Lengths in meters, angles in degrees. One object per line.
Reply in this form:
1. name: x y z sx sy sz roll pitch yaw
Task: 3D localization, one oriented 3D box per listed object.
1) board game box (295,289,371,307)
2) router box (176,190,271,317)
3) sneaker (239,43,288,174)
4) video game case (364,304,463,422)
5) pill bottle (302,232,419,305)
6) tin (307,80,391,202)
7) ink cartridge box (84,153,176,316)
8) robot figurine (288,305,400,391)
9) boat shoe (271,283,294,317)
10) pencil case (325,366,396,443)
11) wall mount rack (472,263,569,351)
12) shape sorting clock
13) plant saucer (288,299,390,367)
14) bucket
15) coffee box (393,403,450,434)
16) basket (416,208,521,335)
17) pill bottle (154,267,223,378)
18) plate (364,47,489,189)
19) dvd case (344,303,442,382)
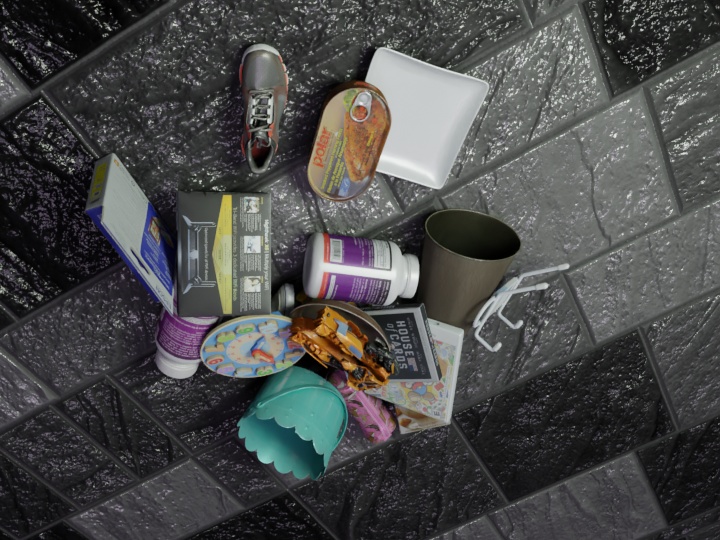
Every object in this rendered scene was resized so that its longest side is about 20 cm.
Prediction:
1. board game box: -0.024 0.079 1.474 0.095 0.030 0.199 -41 120 22
2. router box: -0.226 -0.028 1.273 0.153 0.052 0.206 0 94 -16
3. sneaker: -0.147 -0.239 1.177 0.075 0.083 0.204 -1 128 -7
4. video game case: 0.095 0.172 1.436 0.178 0.023 0.205 17 122 20
5. pill bottle: 0.000 0.000 1.361 0.194 0.114 0.115 7 127 -13
6. tin: -0.021 -0.202 1.215 0.109 0.042 0.203 9 127 -17
7. ink cartridge box: -0.357 -0.052 1.213 0.046 0.202 0.200 -21 128 8
8. robot figurine: -0.025 0.143 1.333 0.199 0.059 0.143 41 143 -24
9. boat shoe: -0.172 0.104 1.446 0.068 0.072 0.203 7 132 -17
10. pencil case: 0.003 0.268 1.579 0.081 0.088 0.202 -14 130 23
11. wall mount rack: 0.285 0.051 1.392 0.074 0.199 0.176 38 124 16
12. shape sorting clock: -0.188 0.140 1.380 0.194 0.040 0.202 -12 144 -9
13. plant saucer: -0.035 0.113 1.377 0.195 0.033 0.203 16 143 12
14. bucket: -0.128 0.295 1.509 0.202 0.136 0.210 17 142 14
15. coffee box: 0.114 0.230 1.572 0.111 0.081 0.204 -12 128 2
16. basket: 0.177 0.013 1.389 0.175 0.138 0.203 4 131 -12
17. pill bottle: -0.308 0.094 1.387 0.109 0.114 0.203 14 123 -18
18. plate: 0.080 -0.244 1.238 0.195 0.033 0.203 13 125 -17
19. dvd case: 0.043 0.136 1.418 0.195 0.025 0.154 -5 113 31
